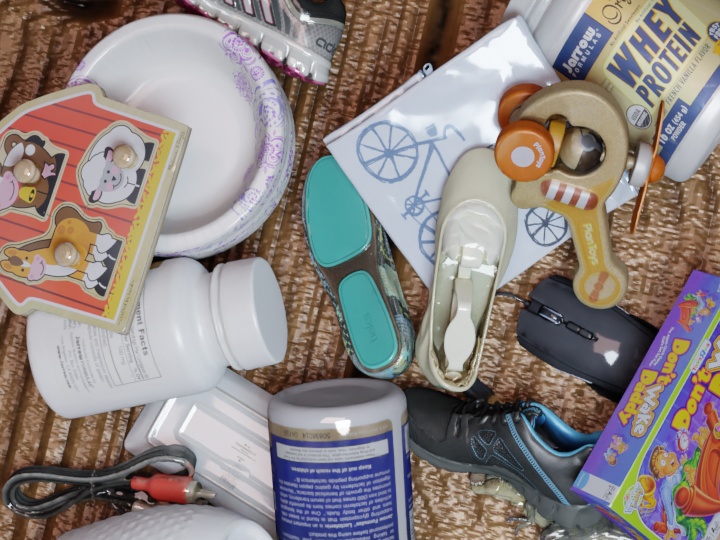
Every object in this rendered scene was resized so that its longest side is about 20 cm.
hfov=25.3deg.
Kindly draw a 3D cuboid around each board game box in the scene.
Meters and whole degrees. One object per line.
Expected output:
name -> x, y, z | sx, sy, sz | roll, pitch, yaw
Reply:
board game box -> 0.265, 0.122, 1.273 | 0.045, 0.134, 0.201 | 19, 75, 51

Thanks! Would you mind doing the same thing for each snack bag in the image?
snack bag -> 0.099, -0.086, 1.314 | 0.199, 0.021, 0.189 | -34, 101, 15

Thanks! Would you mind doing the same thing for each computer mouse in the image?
computer mouse -> 0.159, 0.070, 1.346 | 0.199, 0.046, 0.141 | 35, 89, 10

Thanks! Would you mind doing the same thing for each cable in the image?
cable -> -0.213, 0.190, 1.369 | 0.197, 0.051, 0.098 | 6, 121, 3

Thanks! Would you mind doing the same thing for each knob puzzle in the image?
knob puzzle -> -0.253, -0.061, 1.315 | 0.217, 0.030, 0.223 | -3, 79, 18

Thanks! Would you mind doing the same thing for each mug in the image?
mug -> -0.137, 0.277, 1.297 | 0.174, 0.200, 0.149 | -20, 39, 31

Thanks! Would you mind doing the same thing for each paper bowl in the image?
paper bowl -> -0.154, -0.110, 1.378 | 0.198, 0.104, 0.204 | -1, 84, 7

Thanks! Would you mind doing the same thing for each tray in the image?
tray -> -0.100, 0.157, 1.383 | 0.199, 0.022, 0.108 | 30, 89, 10

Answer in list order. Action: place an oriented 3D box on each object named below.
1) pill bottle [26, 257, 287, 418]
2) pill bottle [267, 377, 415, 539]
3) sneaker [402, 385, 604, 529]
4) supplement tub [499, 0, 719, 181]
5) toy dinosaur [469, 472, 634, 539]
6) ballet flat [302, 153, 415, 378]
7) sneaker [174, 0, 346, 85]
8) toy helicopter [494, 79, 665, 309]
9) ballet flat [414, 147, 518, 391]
pill bottle -> -0.168, 0.051, 1.345 | 0.198, 0.114, 0.116 | -12, 82, 14
pill bottle -> -0.013, 0.197, 1.304 | 0.114, 0.116, 0.203 | -3, 99, 7
sneaker -> 0.117, 0.131, 1.311 | 0.198, 0.073, 0.083 | 22, 127, 19
supplement tub -> 0.226, -0.185, 1.317 | 0.199, 0.144, 0.145 | 37, 89, 10
toy dinosaur -> 0.176, 0.227, 1.329 | 0.198, 0.047, 0.089 | 21, 80, 6
ballet flat -> 0.000, 0.000, 1.363 | 0.073, 0.074, 0.202 | -15, 72, 5
sneaker -> -0.095, -0.245, 1.403 | 0.199, 0.074, 0.088 | 32, 88, 5
toy helicopter -> 0.186, -0.059, 1.270 | 0.131, 0.079, 0.202 | -9, 121, 14
ballet flat -> 0.087, 0.004, 1.296 | 0.069, 0.069, 0.203 | 11, 106, 8
